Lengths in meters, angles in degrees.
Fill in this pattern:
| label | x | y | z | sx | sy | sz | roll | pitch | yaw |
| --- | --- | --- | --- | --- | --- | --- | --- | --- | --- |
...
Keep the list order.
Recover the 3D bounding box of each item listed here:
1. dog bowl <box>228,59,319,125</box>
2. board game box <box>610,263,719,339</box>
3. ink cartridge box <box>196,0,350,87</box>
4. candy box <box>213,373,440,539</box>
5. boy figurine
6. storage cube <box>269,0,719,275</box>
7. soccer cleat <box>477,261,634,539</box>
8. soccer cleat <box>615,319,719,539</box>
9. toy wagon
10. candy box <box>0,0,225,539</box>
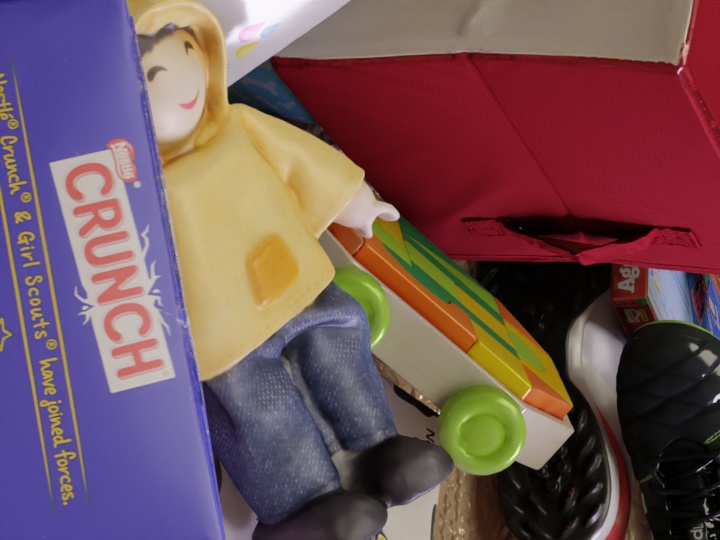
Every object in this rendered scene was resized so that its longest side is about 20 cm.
| label | x | y | z | sx | sy | sz | roll | pitch | yaw |
| --- | --- | --- | --- | --- | --- | --- | --- | --- | --- |
| dog bowl | -0.016 | -0.145 | 0.961 | 0.112 | 0.049 | 0.201 | 66 | 33 | -40 |
| board game box | 0.150 | 0.010 | 1.097 | 0.200 | 0.019 | 0.104 | 56 | 35 | -58 |
| ink cartridge box | -0.049 | -0.157 | 0.787 | 0.088 | 0.200 | 0.146 | 52 | -3 | 40 |
| candy box | -0.062 | 0.093 | 0.814 | 0.200 | 0.071 | 0.169 | 35 | 50 | -39 |
| boy figurine | -0.039 | -0.007 | 0.763 | 0.124 | 0.064 | 0.201 | -31 | 104 | -32 |
| storage cube | 0.088 | -0.118 | 0.919 | 0.180 | 0.170 | 0.201 | 46 | 52 | -57 |
| soccer cleat | 0.095 | 0.043 | 1.050 | 0.073 | 0.068 | 0.201 | 49 | 37 | -59 |
| soccer cleat | 0.157 | 0.115 | 1.000 | 0.081 | 0.067 | 0.201 | -66 | 143 | -55 |
| toy wagon | 0.000 | 0.000 | 0.885 | 0.200 | 0.040 | 0.155 | 41 | 9 | -14 |
| candy box | -0.152 | 0.020 | 0.645 | 0.199 | 0.077 | 0.170 | -9 | 82 | -15 |
